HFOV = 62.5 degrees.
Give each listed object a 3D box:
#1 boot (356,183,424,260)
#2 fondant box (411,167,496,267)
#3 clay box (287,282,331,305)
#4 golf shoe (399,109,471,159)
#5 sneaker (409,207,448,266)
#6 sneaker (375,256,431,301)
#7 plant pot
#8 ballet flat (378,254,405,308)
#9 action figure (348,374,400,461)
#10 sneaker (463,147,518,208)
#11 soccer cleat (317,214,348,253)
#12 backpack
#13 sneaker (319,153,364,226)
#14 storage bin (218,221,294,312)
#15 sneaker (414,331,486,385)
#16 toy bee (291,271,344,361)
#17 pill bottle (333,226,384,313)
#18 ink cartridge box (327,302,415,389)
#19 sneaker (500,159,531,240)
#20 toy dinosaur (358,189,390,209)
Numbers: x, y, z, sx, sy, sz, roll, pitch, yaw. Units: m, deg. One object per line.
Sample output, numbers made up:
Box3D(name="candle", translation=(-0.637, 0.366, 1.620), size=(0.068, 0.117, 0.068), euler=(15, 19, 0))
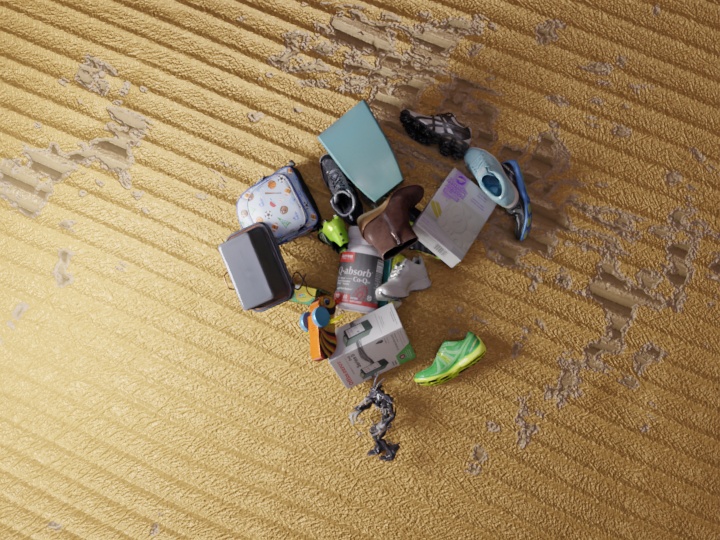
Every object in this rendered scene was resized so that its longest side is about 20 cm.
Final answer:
Box3D(name="boot", translation=(0.099, -0.113, 1.399), size=(0.197, 0.073, 0.167), euler=(-31, 43, -8))
Box3D(name="fondant box", translation=(0.230, -0.132, 1.468), size=(0.143, 0.058, 0.202), euler=(37, 65, -2))
Box3D(name="clay box", translation=(-0.174, 0.053, 1.497), size=(0.194, 0.115, 0.049), euler=(13, 89, 4))
Box3D(name="golf shoe", translation=(0.194, -0.368, 1.522), size=(0.197, 0.078, 0.096), euler=(31, 72, 2))
Box3D(name="sneaker", translation=(0.164, -0.076, 1.519), size=(0.200, 0.072, 0.083), euler=(46, 122, 1))
Box3D(name="sneaker", translation=(0.098, 0.022, 1.454), size=(0.073, 0.198, 0.090), euler=(-7, 99, 38))
Box3D(name="plant pot", translation=(0.016, -0.273, 1.428), size=(0.140, 0.141, 0.202), euler=(-36, 91, 6))
Box3D(name="ballet flat", translation=(0.080, 0.055, 1.512), size=(0.065, 0.066, 0.206), euler=(14, 87, -23))
Box3D(name="action figure", translation=(0.038, 0.367, 1.462), size=(0.100, 0.118, 0.206), euler=(-16, 103, -30))
Box3D(name="sneaker", translation=(0.314, -0.242, 1.464), size=(0.074, 0.081, 0.201), euler=(-48, 57, 20))
Box3D(name="soccer cleat", translation=(-0.064, -0.078, 1.453), size=(0.066, 0.200, 0.083), euler=(-26, 88, -8))
Box3D(name="backpack", translation=(-0.214, -0.149, 1.496), size=(0.187, 0.154, 0.204), euler=(-28, 89, 12))
Box3D(name="sneaker", translation=(-0.051, -0.210, 1.498), size=(0.074, 0.114, 0.204), euler=(-26, 87, 7))
Box3D(name="storage bin", translation=(-0.257, 0.000, 1.374), size=(0.142, 0.134, 0.205), euler=(-22, 92, 6))
Box3D(name="sneaker", translation=(0.221, 0.226, 1.499), size=(0.197, 0.074, 0.085), euler=(-31, 61, 5))
Box3D(name="toy bee", translation=(-0.083, 0.104, 1.395), size=(0.129, 0.107, 0.206), euler=(6, 99, 46))
Box3D(name="pill bottle", translation=(0.000, 0.000, 1.486), size=(0.112, 0.116, 0.206), euler=(8, 84, 3))
Box3D(name="ink cartridge box", translation=(0.021, 0.189, 1.458), size=(0.196, 0.147, 0.085), euler=(-26, 47, 2))
Box3D(name="sneaker", translation=(0.386, -0.175, 1.506), size=(0.081, 0.070, 0.205), euler=(-13, 89, 25))
Box3D(name="toy dinosaur", translation=(0.032, -0.225, 1.527), size=(0.099, 0.077, 0.206), euler=(-1, 92, 15))
